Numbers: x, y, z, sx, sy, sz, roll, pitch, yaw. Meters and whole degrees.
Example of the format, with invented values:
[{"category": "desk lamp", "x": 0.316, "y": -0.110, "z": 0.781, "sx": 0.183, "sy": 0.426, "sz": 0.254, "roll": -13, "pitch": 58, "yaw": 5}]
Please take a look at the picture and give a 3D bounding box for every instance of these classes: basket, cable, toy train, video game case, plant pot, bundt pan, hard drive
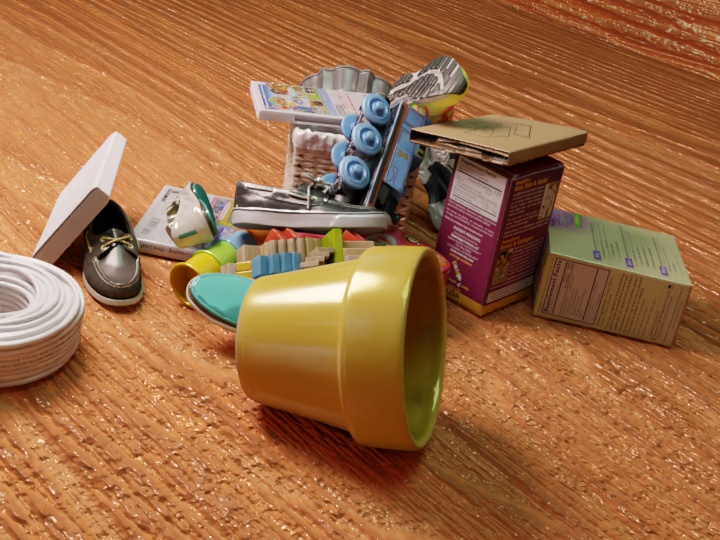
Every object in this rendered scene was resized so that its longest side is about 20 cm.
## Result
[{"category": "basket", "x": -0.021, "y": -0.157, "z": 1.513, "sx": 0.196, "sy": 0.164, "sz": 0.199, "roll": 7, "pitch": 25, "yaw": -10}, {"category": "cable", "x": -0.391, "y": 0.048, "z": 1.046, "sx": 0.195, "sy": 0.070, "sz": 0.201, "roll": 8, "pitch": 26, "yaw": -9}, {"category": "toy train", "x": 0.021, "y": -0.143, "z": 1.326, "sx": 0.113, "sy": 0.086, "sz": 0.203, "roll": 29, "pitch": 58, "yaw": -19}, {"category": "video game case", "x": -0.212, "y": -0.060, "z": 1.397, "sx": 0.178, "sy": 0.022, "sz": 0.201, "roll": 11, "pitch": 25, "yaw": -1}, {"category": "plant pot", "x": -0.020, "y": 0.074, "z": 1.022, "sx": 0.185, "sy": 0.205, "sz": 0.201, "roll": 3, "pitch": 22, "yaw": 17}, {"category": "bundt pan", "x": -0.025, "y": -0.235, "z": 1.657, "sx": 0.197, "sy": 0.204, "sz": 0.077, "roll": 9, "pitch": 49, "yaw": -4}, {"category": "video game case", "x": -0.059, "y": -0.241, "z": 1.464, "sx": 0.196, "sy": 0.018, "sz": 0.144, "roll": 4, "pitch": 26, "yaw": -13}, {"category": "hard drive", "x": -0.361, "y": -0.095, "z": 1.291, "sx": 0.027, "sy": 0.132, "sz": 0.201, "roll": 39, "pitch": 16, "yaw": -23}]

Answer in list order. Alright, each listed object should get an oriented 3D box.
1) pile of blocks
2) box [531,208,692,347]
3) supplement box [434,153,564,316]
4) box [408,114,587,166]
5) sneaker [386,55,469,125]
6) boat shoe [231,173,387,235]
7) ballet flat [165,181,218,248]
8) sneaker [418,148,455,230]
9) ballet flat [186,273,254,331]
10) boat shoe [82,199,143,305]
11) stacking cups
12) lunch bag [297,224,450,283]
[{"category": "pile of blocks", "x": -0.073, "y": -0.024, "z": 1.182, "sx": 0.195, "sy": 0.064, "sz": 0.082, "roll": -6, "pitch": -13, "yaw": 3}, {"category": "box", "x": 0.347, "y": 0.005, "z": 1.410, "sx": 0.196, "sy": 0.098, "sz": 0.177, "roll": 13, "pitch": 26, "yaw": 3}, {"category": "supplement box", "x": 0.181, "y": -0.060, "z": 1.352, "sx": 0.102, "sy": 0.204, "sz": 0.130, "roll": 30, "pitch": 30, "yaw": 35}, {"category": "box", "x": 0.185, "y": -0.178, "z": 1.331, "sx": 0.162, "sy": 0.022, "sz": 0.198, "roll": 19, "pitch": 26, "yaw": 37}, {"category": "sneaker", "x": 0.106, "y": -0.235, "z": 1.387, "sx": 0.090, "sy": 0.079, "sz": 0.199, "roll": 43, "pitch": -12, "yaw": -18}, {"category": "boat shoe", "x": -0.062, "y": -0.082, "z": 1.236, "sx": 0.195, "sy": 0.070, "sz": 0.074, "roll": 3, "pitch": -6, "yaw": 15}, {"category": "ballet flat", "x": -0.226, "y": -0.070, "z": 1.304, "sx": 0.068, "sy": 0.071, "sz": 0.200, "roll": 5, "pitch": 13, "yaw": -12}, {"category": "sneaker", "x": 0.147, "y": -0.164, "z": 1.598, "sx": 0.078, "sy": 0.203, "sz": 0.129, "roll": -21, "pitch": -4, "yaw": 29}, {"category": "ballet flat", "x": -0.103, "y": 0.054, "z": 1.150, "sx": 0.196, "sy": 0.071, "sz": 0.070, "roll": 10, "pitch": 25, "yaw": -4}, {"category": "boat shoe", "x": -0.310, "y": -0.025, "z": 1.237, "sx": 0.070, "sy": 0.062, "sz": 0.202, "roll": 0, "pitch": 28, "yaw": -24}, {"category": "stacking cups", "x": -0.156, "y": -0.026, "z": 1.264, "sx": 0.060, "sy": 0.061, "sz": 0.200, "roll": 22, "pitch": 38, "yaw": 22}, {"category": "lunch bag", "x": 0.000, "y": 0.000, "z": 1.291, "sx": 0.174, "sy": 0.083, "sz": 0.199, "roll": -16, "pitch": 37, "yaw": -43}]
